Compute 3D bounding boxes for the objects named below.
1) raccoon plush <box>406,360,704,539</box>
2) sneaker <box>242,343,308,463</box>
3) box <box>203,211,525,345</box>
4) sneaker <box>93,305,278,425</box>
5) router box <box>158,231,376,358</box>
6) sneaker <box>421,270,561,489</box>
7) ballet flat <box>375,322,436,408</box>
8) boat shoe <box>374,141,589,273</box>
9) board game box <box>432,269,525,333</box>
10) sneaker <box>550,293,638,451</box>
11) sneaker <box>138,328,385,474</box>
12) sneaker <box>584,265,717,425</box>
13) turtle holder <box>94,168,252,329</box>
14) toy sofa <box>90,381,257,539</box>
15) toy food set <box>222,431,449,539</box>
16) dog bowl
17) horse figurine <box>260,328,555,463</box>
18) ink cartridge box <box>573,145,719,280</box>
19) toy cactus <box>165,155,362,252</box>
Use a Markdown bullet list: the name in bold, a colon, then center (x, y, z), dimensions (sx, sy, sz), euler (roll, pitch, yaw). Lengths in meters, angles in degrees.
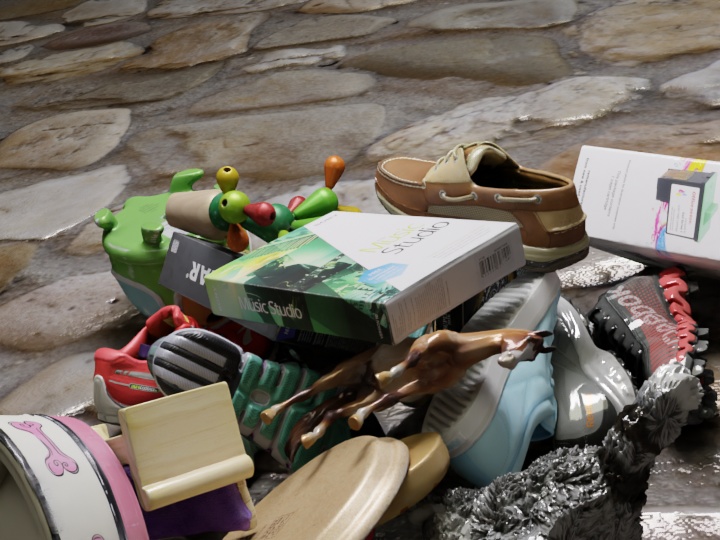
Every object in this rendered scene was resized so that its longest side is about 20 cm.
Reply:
- **raccoon plush**: center (0.122, 0.136, 0.853), dimensions (0.200, 0.097, 0.134), euler (-47, 34, -12)
- **sneaker**: center (-0.089, 0.123, 1.036), dimensions (0.117, 0.075, 0.201), euler (-14, 22, 12)
- **box**: center (0.000, 0.000, 0.971), dimensions (0.144, 0.037, 0.199), euler (-29, 22, -38)
- **sneaker**: center (-0.148, 0.068, 1.162), dimensions (0.076, 0.086, 0.199), euler (9, 22, 40)
- **router box**: center (-0.061, 0.026, 1.168), dimensions (0.156, 0.053, 0.199), euler (15, 4, -40)
- **sneaker**: center (0.109, 0.080, 0.960), dimensions (0.074, 0.082, 0.201), euler (-25, 23, 45)
- **ballet flat**: center (0.059, 0.029, 1.108), dimensions (0.068, 0.063, 0.201), euler (-3, 43, 33)
- **boat shoe**: center (0.094, -0.064, 1.024), dimensions (0.199, 0.075, 0.075), euler (22, 37, 39)
- **board game box**: center (0.105, 0.017, 1.097), dimensions (0.028, 0.137, 0.200), euler (7, 29, 21)
- **sneaker**: center (0.149, 0.078, 1.027), dimensions (0.078, 0.075, 0.200), euler (-20, 25, -5)
- **sneaker**: center (-0.070, 0.097, 0.992), dimensions (0.075, 0.199, 0.087), euler (-61, 22, -10)
- **sneaker**: center (0.221, 0.061, 1.029), dimensions (0.097, 0.072, 0.201), euler (-8, 23, 10)
- **turtle holder**: center (-0.189, -0.011, 1.307), dimensions (0.183, 0.133, 0.141), euler (1, 29, 29)
- **toy sofa**: center (-0.159, 0.146, 0.906), dimensions (0.082, 0.099, 0.199), euler (-10, -7, -39)
- **toy food set**: center (-0.039, 0.179, 0.846), dimensions (0.197, 0.049, 0.200), euler (-35, 11, 35)
- **dog bowl**: center (-0.202, 0.182, 0.844), dimensions (0.073, 0.203, 0.199), euler (-11, 18, -40)
- **horse figurine**: center (0.018, 0.076, 0.894), dimensions (0.132, 0.050, 0.199), euler (-24, -2, -40)
- **ink cartridge box**: center (0.294, -0.040, 1.115), dimensions (0.199, 0.085, 0.144), euler (13, -1, 44)
- **toy cactus**: center (-0.095, -0.053, 1.170), dimensions (0.163, 0.104, 0.200), euler (7, 8, 22)
